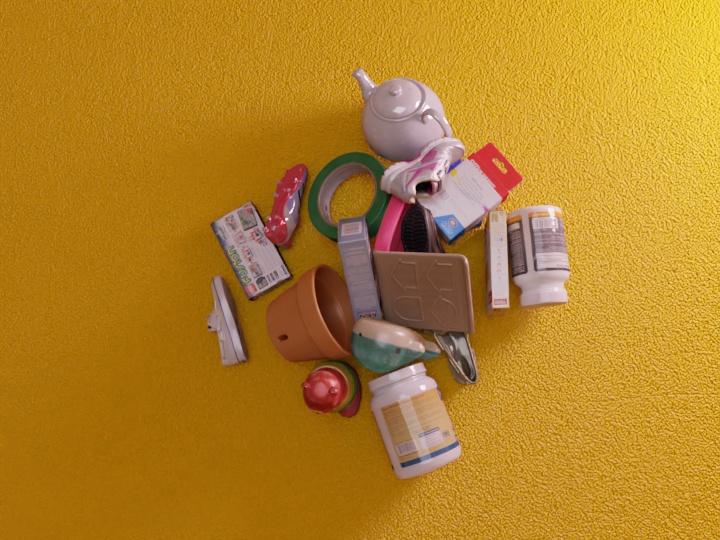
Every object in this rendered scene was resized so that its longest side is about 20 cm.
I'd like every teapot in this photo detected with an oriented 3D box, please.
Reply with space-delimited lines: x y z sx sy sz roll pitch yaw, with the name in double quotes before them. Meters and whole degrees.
"teapot" 0.090 -0.341 1.410 0.200 0.146 0.198 -6 62 8

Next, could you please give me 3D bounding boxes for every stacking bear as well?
"stacking bear" -0.065 0.239 1.320 0.121 0.200 0.114 17 86 9

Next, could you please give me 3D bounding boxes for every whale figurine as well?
"whale figurine" 0.069 0.161 1.329 0.159 0.200 0.104 14 86 51

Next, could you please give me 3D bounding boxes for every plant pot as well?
"plant pot" -0.103 0.104 1.368 0.140 0.200 0.200 -23 78 20

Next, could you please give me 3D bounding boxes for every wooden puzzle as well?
"wooden puzzle" 0.130 0.037 1.311 0.200 0.186 0.046 6 36 25

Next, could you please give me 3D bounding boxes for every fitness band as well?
"fitness band" 0.077 -0.087 1.386 0.037 0.144 0.200 15 72 16

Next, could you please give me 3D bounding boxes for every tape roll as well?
"tape roll" -0.020 -0.157 1.426 0.200 0.048 0.201 -9 70 27

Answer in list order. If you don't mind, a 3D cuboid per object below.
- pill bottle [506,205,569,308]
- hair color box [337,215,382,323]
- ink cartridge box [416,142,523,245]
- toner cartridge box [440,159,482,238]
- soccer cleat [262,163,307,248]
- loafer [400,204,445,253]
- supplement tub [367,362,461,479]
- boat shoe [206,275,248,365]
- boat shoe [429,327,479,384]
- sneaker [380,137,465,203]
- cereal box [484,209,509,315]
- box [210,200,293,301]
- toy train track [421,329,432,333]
"pill bottle" 0.370 -0.027 1.360 0.116 0.116 0.200 -5 81 6
"hair color box" 0.000 0.000 1.354 0.061 0.099 0.200 -8 122 5
"ink cartridge box" 0.229 -0.162 1.380 0.200 0.067 0.116 -38 79 -1
"toner cartridge box" 0.192 -0.180 1.444 0.095 0.043 0.200 -17 79 5
"soccer cleat" -0.159 -0.147 1.477 0.067 0.076 0.200 0 62 36
"loafer" 0.136 -0.041 1.364 0.073 0.071 0.200 3 108 41
"supplement tub" 0.105 0.301 1.321 0.144 0.145 0.200 -21 79 3
"boat shoe" -0.307 0.113 1.444 0.070 0.071 0.200 -17 85 1
"boat shoe" 0.194 0.143 1.367 0.073 0.063 0.201 -19 85 -7
"sneaker" 0.140 -0.194 1.326 0.200 0.081 0.088 -34 64 -16
"cereal box" 0.280 -0.012 1.354 0.039 0.144 0.200 0 80 7
"box" -0.246 -0.045 1.477 0.110 0.035 0.200 -29 78 1
"toy train track" 0.124 0.035 1.412 0.114 0.033 0.200 -12 91 -9
